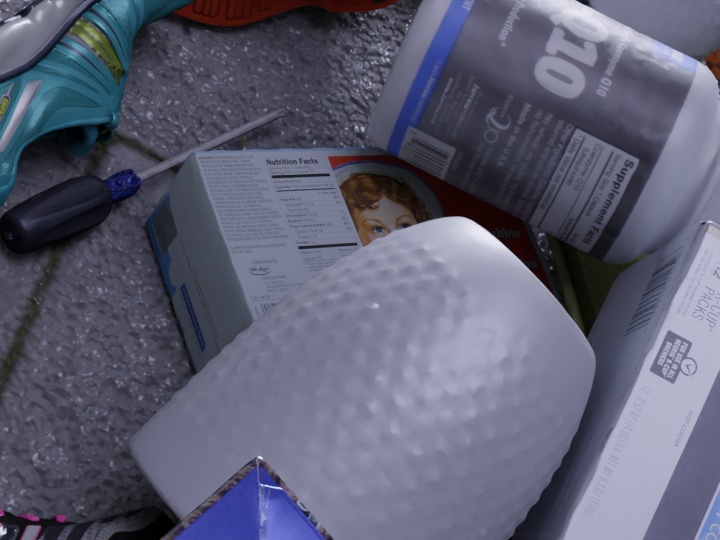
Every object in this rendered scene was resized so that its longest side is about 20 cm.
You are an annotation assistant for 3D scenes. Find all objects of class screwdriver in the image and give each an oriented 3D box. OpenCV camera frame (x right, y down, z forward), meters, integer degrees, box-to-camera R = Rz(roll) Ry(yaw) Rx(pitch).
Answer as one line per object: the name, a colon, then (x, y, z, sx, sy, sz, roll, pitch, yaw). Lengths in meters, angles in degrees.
screwdriver: (-0.105, -0.055, 0.976, 0.199, 0.029, 0.028, -31, 78, -37)

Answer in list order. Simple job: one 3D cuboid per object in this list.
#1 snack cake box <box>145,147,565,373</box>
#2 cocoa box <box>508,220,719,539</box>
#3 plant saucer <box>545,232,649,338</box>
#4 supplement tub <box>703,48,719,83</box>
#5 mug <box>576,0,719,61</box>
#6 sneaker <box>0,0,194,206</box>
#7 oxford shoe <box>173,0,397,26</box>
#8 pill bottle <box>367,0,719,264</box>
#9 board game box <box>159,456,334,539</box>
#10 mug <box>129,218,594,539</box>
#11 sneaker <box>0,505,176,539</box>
snack cake box: (0.000, 0.000, 0.985, 0.198, 0.067, 0.116, -3, 59, -35)
cocoa box: (0.155, 0.104, 0.884, 0.130, 0.133, 0.201, 29, 73, -4)
plant saucer: (0.197, 0.010, 1.034, 0.198, 0.048, 0.202, -7, 66, -15)
supplement tub: (0.326, -0.182, 1.287, 0.199, 0.123, 0.123, -18, 70, -41)
mug: (0.158, -0.196, 1.160, 0.174, 0.200, 0.149, -27, 116, -21)
sneaker: (-0.151, -0.101, 0.968, 0.200, 0.077, 0.080, -43, 105, -38)
oxford shoe: (-0.064, -0.188, 1.088, 0.198, 0.072, 0.073, -1, 34, -32)
pill bottle: (0.114, -0.074, 0.967, 0.198, 0.114, 0.114, 26, 47, 2)
board game box: (-0.092, 0.186, 0.696, 0.097, 0.200, 0.159, 47, 51, 5)
mug: (0.012, 0.073, 0.849, 0.175, 0.200, 0.148, -43, 82, -5)
sneaker: (-0.167, 0.118, 0.787, 0.198, 0.074, 0.088, -12, 72, -33)
